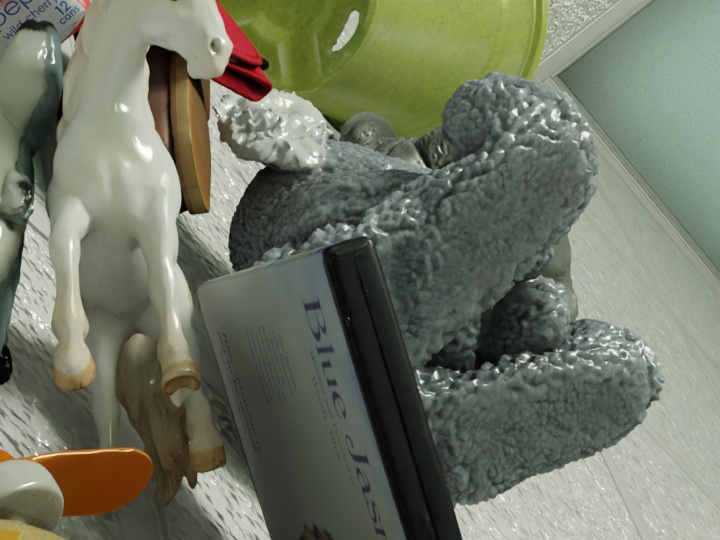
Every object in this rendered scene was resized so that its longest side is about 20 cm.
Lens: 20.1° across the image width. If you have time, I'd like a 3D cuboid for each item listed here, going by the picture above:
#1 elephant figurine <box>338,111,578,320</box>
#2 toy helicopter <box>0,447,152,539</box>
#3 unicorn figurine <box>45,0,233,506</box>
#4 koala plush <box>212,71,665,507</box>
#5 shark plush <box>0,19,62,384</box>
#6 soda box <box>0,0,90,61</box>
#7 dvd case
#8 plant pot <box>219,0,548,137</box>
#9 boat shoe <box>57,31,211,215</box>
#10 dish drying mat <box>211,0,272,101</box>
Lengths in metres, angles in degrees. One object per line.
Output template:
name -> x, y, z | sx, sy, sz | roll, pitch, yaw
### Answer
elephant figurine -> 0.037, -0.034, 1.137 | 0.200, 0.141, 0.156 | 47, 18, -45
toy helicopter -> -0.098, 0.071, 0.487 | 0.200, 0.079, 0.133 | 41, 16, -32
unicorn figurine -> -0.072, -0.012, 0.658 | 0.073, 0.200, 0.138 | 4, 57, -19
koala plush -> 0.000, 0.000, 0.909 | 0.200, 0.183, 0.178 | 43, -24, 57
shark plush -> -0.118, -0.002, 0.650 | 0.200, 0.090, 0.084 | -121, -162, -46
soda box -> -0.170, -0.159, 0.894 | 0.070, 0.063, 0.201 | 45, 14, -34
dvd case -> -0.009, 0.066, 0.666 | 0.200, 0.017, 0.144 | 167, -93, -74
plant pot -> -0.003, -0.177, 1.343 | 0.201, 0.200, 0.184 | 56, 24, 17
boat shoe -> -0.101, -0.072, 0.912 | 0.200, 0.070, 0.071 | -105, -171, -70
dish drying mat -> -0.109, -0.158, 0.892 | 0.200, 0.018, 0.077 | 53, 13, 19
